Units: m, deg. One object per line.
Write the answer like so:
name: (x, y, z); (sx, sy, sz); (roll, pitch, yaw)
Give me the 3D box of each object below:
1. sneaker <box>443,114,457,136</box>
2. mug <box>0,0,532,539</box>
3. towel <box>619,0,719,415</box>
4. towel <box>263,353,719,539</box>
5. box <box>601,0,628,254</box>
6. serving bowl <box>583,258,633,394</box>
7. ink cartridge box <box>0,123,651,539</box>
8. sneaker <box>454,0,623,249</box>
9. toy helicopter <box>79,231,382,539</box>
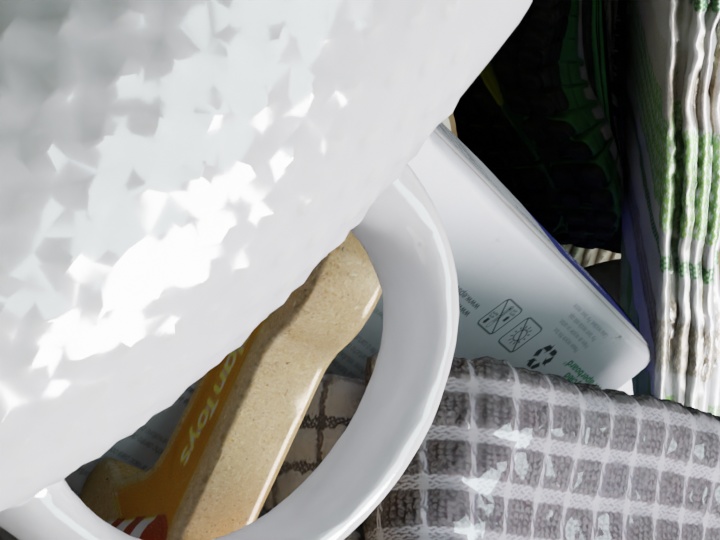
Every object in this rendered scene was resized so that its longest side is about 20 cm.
sneaker: (0.000, 0.000, 0.848); (0.090, 0.067, 0.200); (-57, 156, -10)
mug: (-0.057, -0.020, 0.537); (0.175, 0.147, 0.200); (-50, 117, -21)
towel: (0.105, -0.038, 0.864); (0.149, 0.031, 0.201); (-87, 176, -61)
towel: (0.062, 0.114, 0.722); (0.200, 0.085, 0.166); (13, 71, -45)
box: (0.167, -0.077, 0.975); (0.107, 0.199, 0.149); (-55, 154, -44)
serving bowl: (0.080, 0.076, 1.056); (0.200, 0.066, 0.201); (-27, 135, -31)
ink cartridge box: (-0.030, 0.046, 0.761); (0.200, 0.043, 0.196); (-40, 149, 6)
sneaker: (0.064, -0.083, 0.900); (0.085, 0.078, 0.200); (-58, 155, -32)
toy helicopter: (-0.042, 0.068, 0.633); (0.201, 0.079, 0.132); (-64, -159, 12)
